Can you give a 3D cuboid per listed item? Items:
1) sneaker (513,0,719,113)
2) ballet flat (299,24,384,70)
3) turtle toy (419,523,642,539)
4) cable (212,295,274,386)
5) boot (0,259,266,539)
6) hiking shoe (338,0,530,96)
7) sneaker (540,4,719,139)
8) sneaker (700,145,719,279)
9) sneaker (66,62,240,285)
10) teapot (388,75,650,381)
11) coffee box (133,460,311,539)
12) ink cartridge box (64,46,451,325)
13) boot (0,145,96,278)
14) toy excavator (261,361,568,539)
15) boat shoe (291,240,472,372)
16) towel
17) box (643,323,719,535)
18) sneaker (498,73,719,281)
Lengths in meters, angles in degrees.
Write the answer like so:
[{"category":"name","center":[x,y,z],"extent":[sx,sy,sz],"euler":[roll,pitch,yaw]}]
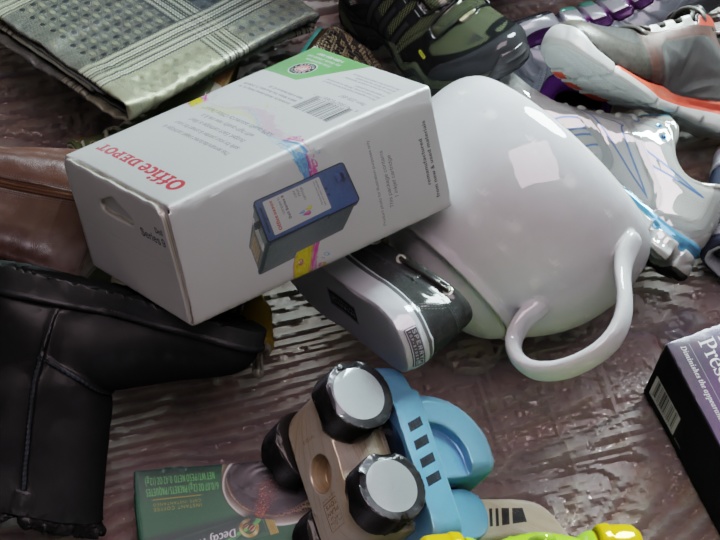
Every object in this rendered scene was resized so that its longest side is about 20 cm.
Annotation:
[{"category":"sneaker","center":[0.190,-0.156,1.848],"extent":[0.199,0.074,0.088],"euler":[-19,84,-8]},{"category":"ballet flat","center":[-0.043,-0.100,1.765],"extent":[0.075,0.068,0.200],"euler":[31,47,12]},{"category":"turtle toy","center":[0.105,0.243,1.557],"extent":[0.145,0.201,0.101],"euler":[-3,34,-9]},{"category":"cable","center":[-0.090,-0.011,1.759],"extent":[0.097,0.050,0.201],"euler":[9,49,10]},{"category":"boot","center":[-0.167,0.090,1.623],"extent":[0.197,0.073,0.163],"euler":[12,94,8]},{"category":"hiking shoe","center":[0.038,-0.191,1.782],"extent":[0.076,0.101,0.200],"euler":[-36,39,-21]},{"category":"sneaker","center":[0.208,-0.152,1.788],"extent":[0.199,0.077,0.082],"euler":[18,86,-39]},{"category":"sneaker","center":[0.332,-0.018,1.774],"extent":[0.199,0.070,0.109],"euler":[14,57,10]},{"category":"sneaker","center":[-0.158,-0.080,1.761],"extent":[0.089,0.067,0.201],"euler":[22,65,2]},{"category":"teapot","center":[0.088,-0.020,1.697],"extent":[0.197,0.200,0.146],"euler":[43,81,-2]},{"category":"coffee box","center":[-0.077,0.220,1.624],"extent":[0.122,0.044,0.201],"euler":[-4,62,-8]},{"category":"ink cartridge box","center":[-0.066,-0.058,1.616],"extent":[0.199,0.088,0.145],"euler":[-24,27,-26]},{"category":"boot","center":[-0.233,-0.086,1.720],"extent":[0.199,0.064,0.187],"euler":[7,72,28]},{"category":"toy excavator","center":[0.062,0.151,1.629],"extent":[0.199,0.100,0.195],"euler":[-4,63,-32]},{"category":"boat shoe","center":[0.000,0.000,1.669],"extent":[0.056,0.069,0.200],"euler":[-29,42,-19]},{"category":"towel","center":[-0.160,-0.182,1.795],"extent":[0.192,0.035,0.200],"euler":[36,46,27]},{"category":"box","center":[0.299,0.125,1.694],"extent":[0.140,0.079,0.201],"euler":[-18,65,-18]},{"category":"sneaker","center":[0.173,-0.085,1.772],"extent":[0.200,0.075,0.087],"euler":[41,84,10]}]
